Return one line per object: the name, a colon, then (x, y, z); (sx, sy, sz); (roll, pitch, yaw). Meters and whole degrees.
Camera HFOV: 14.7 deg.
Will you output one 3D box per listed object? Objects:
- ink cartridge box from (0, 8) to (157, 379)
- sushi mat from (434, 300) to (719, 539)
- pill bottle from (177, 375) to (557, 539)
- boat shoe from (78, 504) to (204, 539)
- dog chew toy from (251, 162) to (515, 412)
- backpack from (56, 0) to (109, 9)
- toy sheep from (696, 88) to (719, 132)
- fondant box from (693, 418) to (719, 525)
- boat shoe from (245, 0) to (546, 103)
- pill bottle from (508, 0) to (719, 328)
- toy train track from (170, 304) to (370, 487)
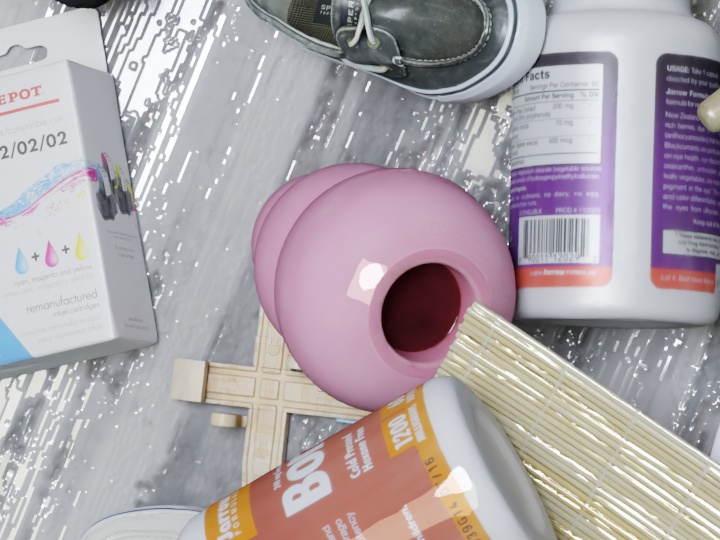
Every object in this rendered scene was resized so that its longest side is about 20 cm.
ink cartridge box: (-0.193, -0.046, 1.574); (0.115, 0.068, 0.201); (-13, 82, 17)
sushi mat: (0.115, 0.104, 1.339); (0.200, 0.012, 0.096); (34, 119, 17)
pill bottle: (-0.015, 0.143, 1.314); (0.199, 0.112, 0.113); (-30, 78, 10)
boat shoe: (-0.071, 0.174, 1.517); (0.199, 0.070, 0.071); (14, 91, 18)
dog chew toy: (0.000, 0.000, 1.455); (0.124, 0.200, 0.125); (-5, 104, -20)
backpack: (-0.118, -0.259, 1.535); (0.200, 0.127, 0.167); (-36, 88, 11)
toy sheep: (0.254, -0.130, 1.401); (0.200, 0.138, 0.138); (-36, 75, -10)
fondant box: (0.256, 0.060, 1.376); (0.144, 0.058, 0.201); (18, 71, 6)
boat shoe: (0.011, -0.130, 1.467); (0.199, 0.071, 0.073); (8, 88, 49)
pill bottle: (0.133, -0.072, 1.446); (0.111, 0.111, 0.201); (1, 86, 18)
toy train track: (-0.013, 0.069, 1.525); (0.199, 0.033, 0.115); (5, 88, 17)
